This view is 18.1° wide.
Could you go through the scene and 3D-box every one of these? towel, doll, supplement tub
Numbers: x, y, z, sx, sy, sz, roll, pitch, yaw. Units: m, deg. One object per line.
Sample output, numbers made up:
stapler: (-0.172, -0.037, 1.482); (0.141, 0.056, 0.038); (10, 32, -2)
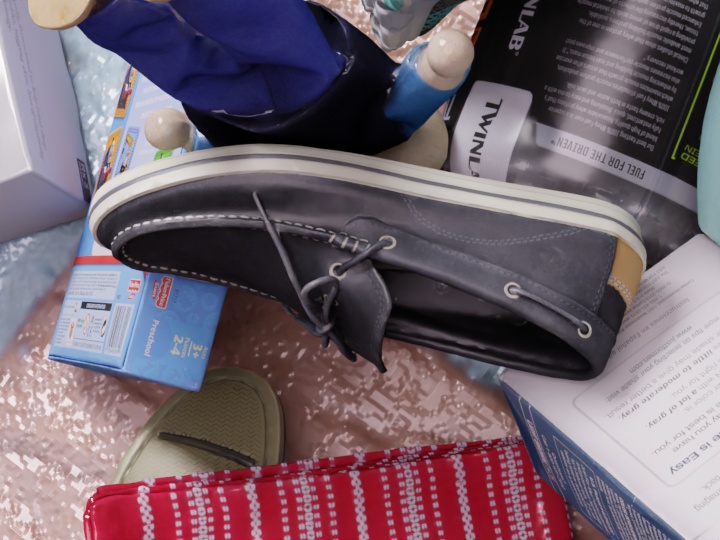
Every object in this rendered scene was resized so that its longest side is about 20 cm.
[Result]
towel: (-0.003, 0.143, 0.883); (0.200, 0.022, 0.145); (-6, 79, -16)
doll: (-0.024, -0.069, 0.785); (0.136, 0.200, 0.049); (-10, 68, 27)
supplement tub: (0.103, -0.079, 0.887); (0.122, 0.123, 0.200); (20, 86, 17)

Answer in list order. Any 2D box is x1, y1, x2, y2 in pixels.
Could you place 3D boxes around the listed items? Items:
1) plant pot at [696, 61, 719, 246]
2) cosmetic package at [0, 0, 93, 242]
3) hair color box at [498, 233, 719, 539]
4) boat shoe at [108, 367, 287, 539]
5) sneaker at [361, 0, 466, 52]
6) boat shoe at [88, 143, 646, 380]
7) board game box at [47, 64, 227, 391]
plant pot: (0.211, -0.048, 0.786); (0.200, 0.201, 0.161); (36, 99, 17)
cosmetic package: (-0.227, -0.055, 0.991); (0.200, 0.081, 0.113); (-19, 75, 12)
hair color box: (0.148, 0.077, 0.777); (0.100, 0.061, 0.200); (-35, 42, -13)
boat shoe: (-0.069, 0.141, 0.925); (0.075, 0.068, 0.200); (8, 72, 20)
sneaker: (0.042, -0.127, 0.832); (0.091, 0.200, 0.078); (-14, 97, -4)
boat shoe: (0.000, 0.000, 0.799); (0.200, 0.075, 0.062); (8, 67, 3)
board game box: (-0.073, -0.054, 0.919); (0.037, 0.151, 0.200); (16, 85, -18)
